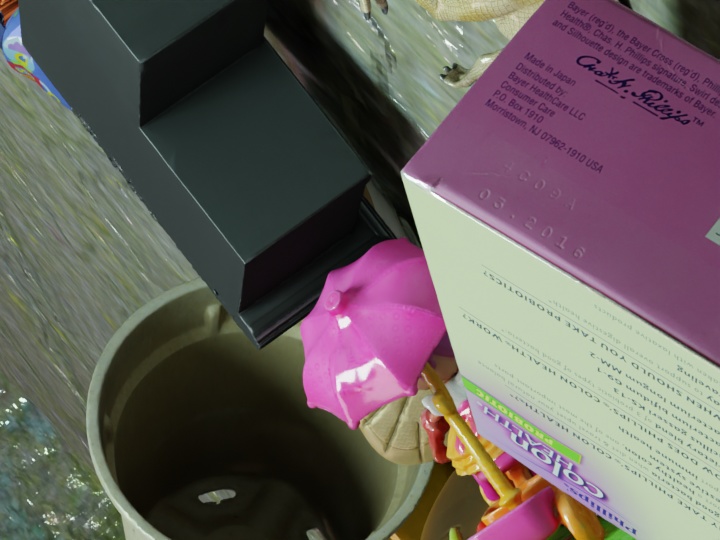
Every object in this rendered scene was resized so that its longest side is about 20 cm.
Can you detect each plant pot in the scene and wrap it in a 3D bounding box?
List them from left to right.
[{"bbox_3d":[-0.066,0.133,1.709,0.200,0.200,0.184,45,152,19],"label":"plant pot"}]

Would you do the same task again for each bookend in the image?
[{"bbox_3d":[-0.068,-0.092,1.345,0.199,0.092,0.200,52,166,12],"label":"bookend"}]

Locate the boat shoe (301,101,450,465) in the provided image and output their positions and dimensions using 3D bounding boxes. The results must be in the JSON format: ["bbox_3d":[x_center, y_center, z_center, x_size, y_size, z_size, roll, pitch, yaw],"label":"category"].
[{"bbox_3d":[0.000,0.000,1.488,0.201,0.071,0.069,67,-154,-7],"label":"boat shoe"}]

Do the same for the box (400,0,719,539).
[{"bbox_3d":[0.123,0.023,1.005,0.176,0.097,0.200,32,161,25],"label":"box"}]

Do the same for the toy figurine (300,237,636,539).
[{"bbox_3d":[0.051,0.067,1.390,0.184,0.150,0.200,55,-165,-2],"label":"toy figurine"}]

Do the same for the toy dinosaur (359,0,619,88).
[{"bbox_3d":[0.052,-0.108,1.063,0.101,0.058,0.200,12,151,46],"label":"toy dinosaur"}]

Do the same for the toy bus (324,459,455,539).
[{"bbox_3d":[0.030,0.147,1.823,0.200,0.065,0.078,50,167,-4],"label":"toy bus"}]

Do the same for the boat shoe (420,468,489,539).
[{"bbox_3d":[0.070,0.158,1.516,0.070,0.200,0.070,-34,108,33],"label":"boat shoe"}]

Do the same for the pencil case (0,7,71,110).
[{"bbox_3d":[-0.114,-0.093,1.589,0.200,0.078,0.087,42,164,29],"label":"pencil case"}]

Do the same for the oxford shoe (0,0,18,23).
[{"bbox_3d":[-0.208,-0.186,1.663,0.073,0.071,0.200,56,167,-5],"label":"oxford shoe"}]
